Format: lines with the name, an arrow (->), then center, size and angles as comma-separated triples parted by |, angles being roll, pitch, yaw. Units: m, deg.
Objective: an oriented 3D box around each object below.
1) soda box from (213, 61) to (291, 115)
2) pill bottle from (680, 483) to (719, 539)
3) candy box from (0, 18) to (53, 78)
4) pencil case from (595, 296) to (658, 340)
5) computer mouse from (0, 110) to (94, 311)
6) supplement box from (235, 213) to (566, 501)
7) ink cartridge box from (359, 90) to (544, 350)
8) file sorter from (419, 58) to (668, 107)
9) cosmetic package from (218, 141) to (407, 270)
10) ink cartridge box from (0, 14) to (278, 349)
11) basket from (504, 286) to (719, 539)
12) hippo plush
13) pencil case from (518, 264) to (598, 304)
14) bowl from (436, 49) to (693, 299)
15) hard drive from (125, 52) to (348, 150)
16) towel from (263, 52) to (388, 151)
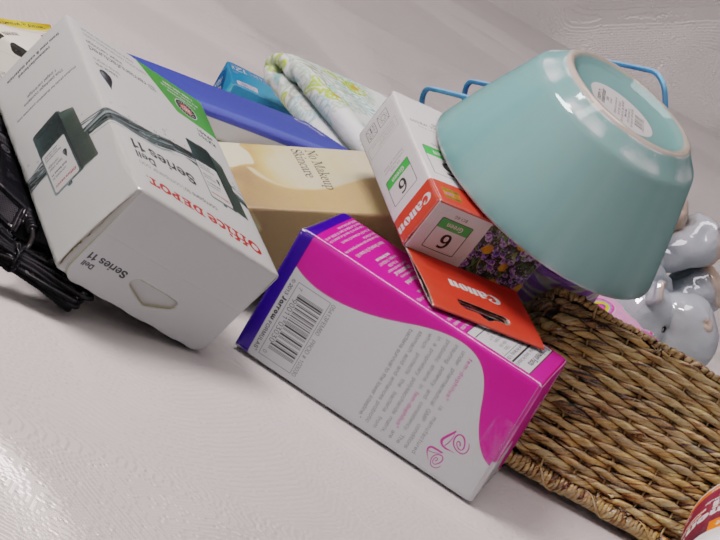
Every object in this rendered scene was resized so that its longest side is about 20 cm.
soda box -> -0.047, -0.110, 2.013 | 0.200, 0.068, 0.064 | 26, 18, -19
pill bottle -> 0.264, 0.214, 1.501 | 0.109, 0.110, 0.200 | 32, 15, 6
candy box -> -0.214, -0.125, 1.746 | 0.200, 0.061, 0.136 | 33, 13, 16
pencil case -> 0.178, 0.039, 1.940 | 0.087, 0.088, 0.200 | 18, 18, -39
computer mouse -> -0.254, -0.052, 1.471 | 0.140, 0.046, 0.200 | 35, 20, -36
supplement box -> 0.031, 0.058, 1.567 | 0.200, 0.101, 0.103 | 34, 16, 9
ink cartridge box -> 0.077, -0.038, 1.599 | 0.109, 0.050, 0.200 | 21, 29, -32
file sorter -> 0.167, -0.116, 2.023 | 0.199, 0.123, 0.139 | -12, 15, -24
cosmetic package -> -0.044, -0.041, 1.667 | 0.199, 0.071, 0.105 | 1, 32, -23
ink cartridge box -> -0.155, -0.060, 1.515 | 0.146, 0.083, 0.200 | 33, 22, -43
basket -> 0.182, 0.129, 1.707 | 0.200, 0.149, 0.143 | 28, -18, -9
hippo plush -> 0.266, 0.011, 2.052 | 0.200, 0.160, 0.161 | 27, 15, -16
pencil case -> 0.149, 0.010, 1.791 | 0.084, 0.200, 0.086 | 2, 64, -11
bowl -> 0.165, -0.085, 1.619 | 0.201, 0.105, 0.201 | 33, 25, -17
hard drive -> -0.099, -0.119, 1.743 | 0.200, 0.025, 0.132 | 19, 11, -35
towel -> 0.022, -0.109, 1.913 | 0.171, 0.048, 0.200 | 25, 18, -41
